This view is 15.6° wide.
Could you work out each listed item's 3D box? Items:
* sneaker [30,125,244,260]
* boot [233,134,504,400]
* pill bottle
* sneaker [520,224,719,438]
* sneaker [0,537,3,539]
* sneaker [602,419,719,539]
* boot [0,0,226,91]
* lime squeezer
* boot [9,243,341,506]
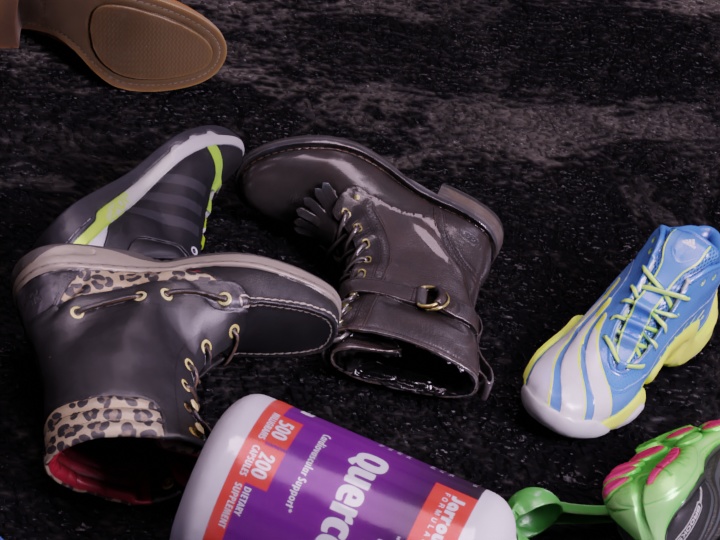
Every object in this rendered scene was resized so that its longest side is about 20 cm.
[{"bbox_3d":[-0.127,-0.019,1.650,0.083,0.072,0.200,45,44,6],"label":"sneaker"},{"bbox_3d":[0.000,0.000,1.660,0.198,0.070,0.175,16,37,3],"label":"boot"},{"bbox_3d":[0.005,0.151,1.403,0.199,0.113,0.113,22,34,9],"label":"pill bottle"},{"bbox_3d":[0.170,0.026,1.659,0.075,0.106,0.200,29,35,19],"label":"sneaker"},{"bbox_3d":[-0.184,0.177,1.273,0.078,0.070,0.200,38,11,2],"label":"sneaker"},{"bbox_3d":[0.199,0.138,1.553,0.076,0.084,0.200,-15,3,31],"label":"sneaker"},{"bbox_3d":[-0.191,-0.202,1.867,0.198,0.074,0.155,13,30,-10],"label":"boot"},{"bbox_3d":[0.101,0.166,1.502,0.071,0.038,0.200,52,36,-4],"label":"lime squeezer"},{"bbox_3d":[-0.100,0.061,1.512,0.198,0.073,0.151,9,44,-20],"label":"boot"}]
